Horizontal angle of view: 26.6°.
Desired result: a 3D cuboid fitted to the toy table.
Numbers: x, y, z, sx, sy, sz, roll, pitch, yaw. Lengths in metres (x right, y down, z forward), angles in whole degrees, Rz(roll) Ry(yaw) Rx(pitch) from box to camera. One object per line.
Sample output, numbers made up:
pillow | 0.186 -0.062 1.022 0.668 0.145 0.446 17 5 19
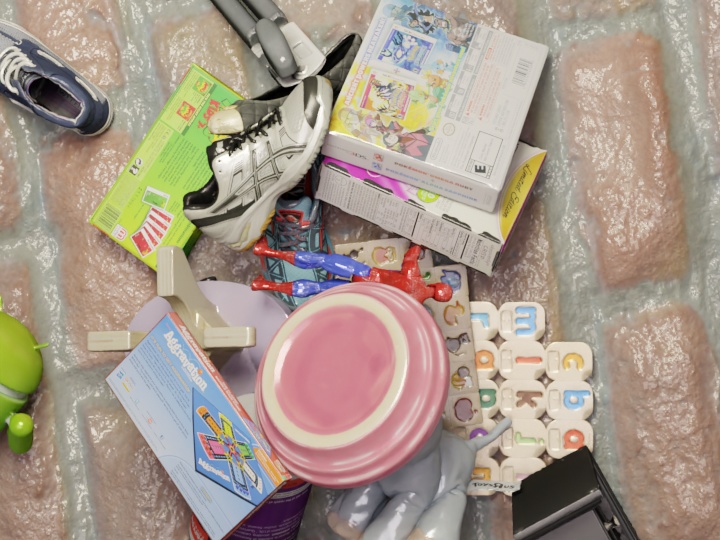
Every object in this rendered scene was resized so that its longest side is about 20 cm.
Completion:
toy table | -0.173 0.073 1.549 0.198 0.117 0.186 -16 80 20

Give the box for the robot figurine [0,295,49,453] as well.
robot figurine | -0.417 0.125 1.606 0.175 0.116 0.200 43 95 10

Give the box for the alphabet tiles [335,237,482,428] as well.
alphabet tiles | 0.033 0.068 1.570 0.165 0.008 0.202 -6 93 1

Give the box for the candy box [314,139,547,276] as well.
candy box | 0.071 -0.097 1.533 0.199 0.061 0.137 24 55 6

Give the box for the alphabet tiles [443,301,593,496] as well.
alphabet tiles | 0.144 0.133 1.583 0.194 0.015 0.202 -1 90 8

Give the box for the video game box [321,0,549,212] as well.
video game box | 0.076 -0.170 1.517 0.181 0.047 0.201 21 56 3

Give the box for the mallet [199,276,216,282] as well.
mallet | -0.146 0.109 1.614 0.065 0.041 0.202 -23 83 10

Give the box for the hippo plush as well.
hippo plush | 0.045 0.193 1.478 0.198 0.161 0.160 -14 51 10

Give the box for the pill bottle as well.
pill bottle | -0.110 0.230 1.540 0.112 0.113 0.201 21 124 7

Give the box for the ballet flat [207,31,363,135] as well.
ballet flat | -0.075 -0.185 1.547 0.199 0.066 0.057 -29 118 -29

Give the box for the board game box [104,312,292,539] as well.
board game box | -0.157 0.150 1.457 0.103 0.019 0.201 -44 72 22

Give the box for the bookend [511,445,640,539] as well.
bookend | 0.232 0.294 1.473 0.092 0.200 0.200 -29 91 7

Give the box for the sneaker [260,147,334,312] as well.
sneaker | -0.073 -0.053 1.568 0.078 0.096 0.202 -3 91 7

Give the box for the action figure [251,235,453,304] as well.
action figure | 0.000 0.000 1.528 0.198 0.099 0.066 10 111 12

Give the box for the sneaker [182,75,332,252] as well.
sneaker | -0.102 -0.110 1.473 0.087 0.076 0.201 27 111 -21

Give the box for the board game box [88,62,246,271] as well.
board game box | -0.187 -0.105 1.607 0.101 0.048 0.201 35 95 5

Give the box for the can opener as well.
can opener | -0.100 -0.255 1.545 0.052 0.067 0.200 -33 50 -7

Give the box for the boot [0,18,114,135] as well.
boot | -0.354 -0.212 1.607 0.199 0.090 0.073 29 94 6

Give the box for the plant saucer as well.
plant saucer | -0.016 0.100 1.426 0.199 0.051 0.202 -11 63 21
